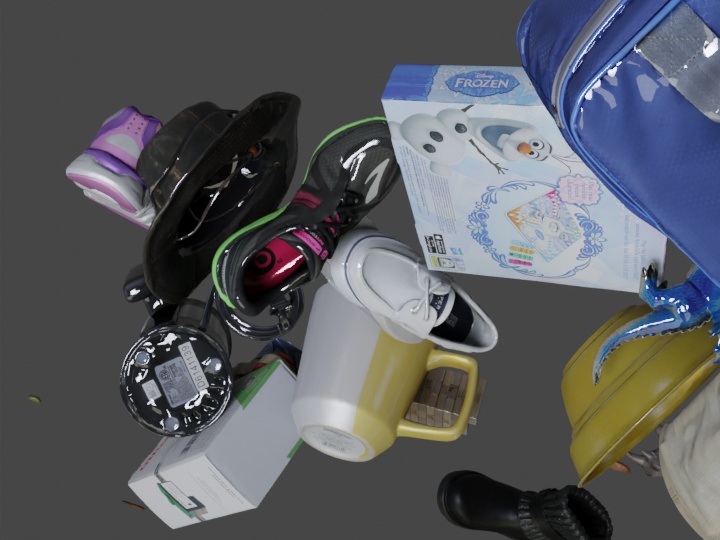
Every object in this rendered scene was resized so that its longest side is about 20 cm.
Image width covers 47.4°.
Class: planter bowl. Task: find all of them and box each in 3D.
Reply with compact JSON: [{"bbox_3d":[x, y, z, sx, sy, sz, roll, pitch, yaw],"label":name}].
[{"bbox_3d":[0.237,0.090,0.715,0.084,0.199,0.201,48,158,23],"label":"planter bowl"}]

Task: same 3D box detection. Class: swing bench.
[{"bbox_3d":[0.389,0.170,0.713,0.197,0.131,0.200,5,149,3],"label":"swing bench"}]

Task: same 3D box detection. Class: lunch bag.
[{"bbox_3d":[0.190,-0.083,0.426,0.199,0.133,0.136,34,117,-23],"label":"lunch bag"}]

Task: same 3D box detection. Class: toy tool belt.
[{"bbox_3d":[-0.103,0.143,1.042,0.124,0.123,0.201,32,138,9],"label":"toy tool belt"}]

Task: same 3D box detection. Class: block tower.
[{"bbox_3d":[0.047,0.139,0.976,0.197,0.055,0.058,13,149,14],"label":"block tower"}]

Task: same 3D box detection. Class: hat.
[{"bbox_3d":[-0.130,-0.074,0.658,0.081,0.201,0.201,36,151,10],"label":"hat"}]

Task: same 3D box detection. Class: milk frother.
[{"bbox_3d":[-0.165,0.068,0.931,0.197,0.184,0.188,-6,-172,-9],"label":"milk frother"}]

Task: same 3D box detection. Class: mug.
[{"bbox_3d":[0.011,0.111,0.859,0.185,0.155,0.150,-9,138,39],"label":"mug"}]

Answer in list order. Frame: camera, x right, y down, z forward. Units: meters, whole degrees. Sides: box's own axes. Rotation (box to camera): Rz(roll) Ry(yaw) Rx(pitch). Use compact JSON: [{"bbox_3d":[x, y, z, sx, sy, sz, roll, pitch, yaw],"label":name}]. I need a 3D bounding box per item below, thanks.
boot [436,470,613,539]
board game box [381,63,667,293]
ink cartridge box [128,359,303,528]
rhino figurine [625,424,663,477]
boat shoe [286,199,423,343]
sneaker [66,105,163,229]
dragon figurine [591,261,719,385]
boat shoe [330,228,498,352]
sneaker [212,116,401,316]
[{"bbox_3d":[0.227,0.329,1.134,0.209,0.081,0.157,21,158,-22],"label":"boot"},{"bbox_3d":[0.132,-0.064,0.620,0.196,0.044,0.201,8,146,22],"label":"board game box"},{"bbox_3d":[-0.156,0.200,0.928,0.085,0.146,0.199,48,138,-11],"label":"ink cartridge box"},{"bbox_3d":[0.385,0.210,0.878,0.197,0.060,0.088,6,136,27],"label":"rhino figurine"},{"bbox_3d":[0.000,0.000,0.782,0.068,0.073,0.200,17,163,50],"label":"boat shoe"},{"bbox_3d":[-0.206,-0.095,0.749,0.080,0.089,0.200,25,171,-9],"label":"sneaker"},{"bbox_3d":[0.258,0.025,0.589,0.099,0.200,0.059,46,180,38],"label":"dragon figurine"},{"bbox_3d":[0.058,0.022,0.746,0.199,0.074,0.065,26,175,-41],"label":"boat shoe"},{"bbox_3d":[-0.032,-0.036,0.652,0.200,0.084,0.077,-45,123,8],"label":"sneaker"}]
